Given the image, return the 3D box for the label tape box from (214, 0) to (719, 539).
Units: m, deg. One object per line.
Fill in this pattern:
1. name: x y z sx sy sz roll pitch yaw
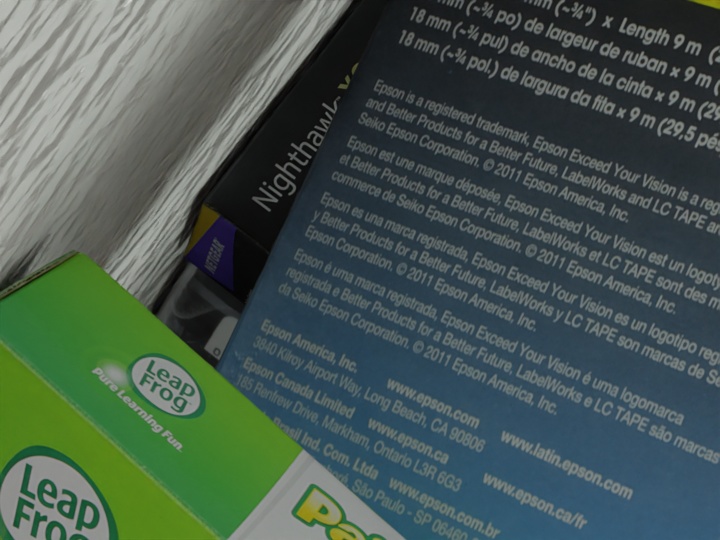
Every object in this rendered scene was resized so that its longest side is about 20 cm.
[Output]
1. label tape box: 0.062 -0.015 0.588 0.063 0.144 0.201 28 87 -48

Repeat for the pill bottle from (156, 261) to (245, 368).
1. pill bottle: 0.043 0.043 0.817 0.106 0.200 0.106 -53 178 -3

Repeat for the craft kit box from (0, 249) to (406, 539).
1. craft kit box: -0.038 0.133 0.561 0.198 0.200 0.048 -55 169 29

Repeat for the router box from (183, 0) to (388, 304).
1. router box: 0.072 -0.038 0.762 0.200 0.157 0.052 -53 177 -19
